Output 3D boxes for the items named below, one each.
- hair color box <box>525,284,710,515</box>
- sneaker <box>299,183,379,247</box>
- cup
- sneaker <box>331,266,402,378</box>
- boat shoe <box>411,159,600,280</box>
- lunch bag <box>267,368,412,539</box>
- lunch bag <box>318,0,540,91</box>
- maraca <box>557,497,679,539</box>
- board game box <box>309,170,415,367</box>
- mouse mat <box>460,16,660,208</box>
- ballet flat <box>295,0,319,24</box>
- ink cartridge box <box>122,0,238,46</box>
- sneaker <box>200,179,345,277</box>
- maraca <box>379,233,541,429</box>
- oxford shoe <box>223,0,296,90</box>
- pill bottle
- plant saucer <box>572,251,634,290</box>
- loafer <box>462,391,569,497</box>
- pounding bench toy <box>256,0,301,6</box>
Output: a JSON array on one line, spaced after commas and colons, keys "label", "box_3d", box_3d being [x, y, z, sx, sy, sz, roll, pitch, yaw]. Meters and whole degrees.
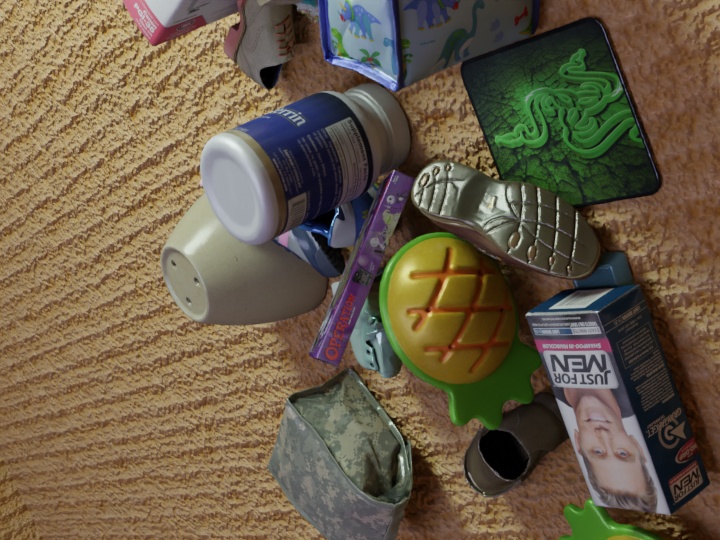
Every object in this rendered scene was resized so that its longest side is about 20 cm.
[{"label": "hair color box", "box_3d": [0.232, 0.117, 1.235, 0.100, 0.060, 0.201, -6, 109, 56]}, {"label": "sneaker", "box_3d": [-0.052, -0.096, 1.498, 0.200, 0.082, 0.074, 43, 145, 34]}, {"label": "cup", "box_3d": [-0.156, -0.011, 1.656, 0.200, 0.143, 0.201, 35, 139, 36]}, {"label": "sneaker", "box_3d": [0.040, 0.055, 1.484, 0.200, 0.074, 0.119, -12, 97, 68]}, {"label": "boat shoe", "box_3d": [0.142, -0.043, 1.274, 0.200, 0.072, 0.068, 27, 170, 32]}, {"label": "lunch bag", "box_3d": [-0.010, 0.251, 1.669, 0.200, 0.117, 0.164, 51, 146, 26]}, {"label": "lunch bag", "box_3d": [0.059, -0.272, 1.119, 0.127, 0.170, 0.201, 28, 133, 43]}, {"label": "maraca", "box_3d": [0.268, 0.301, 1.309, 0.200, 0.107, 0.138, 35, 133, 37]}, {"label": "board game box", "box_3d": [0.000, 0.000, 1.381, 0.032, 0.201, 0.120, 23, 175, -8]}, {"label": "mouse mat", "box_3d": [0.173, -0.131, 1.217, 0.200, 0.008, 0.161, -10, 105, 56]}, {"label": "ballet flat", "box_3d": [0.009, -0.259, 1.317, 0.200, 0.076, 0.064, 26, 165, 50]}, {"label": "ink cartridge box", "box_3d": [-0.148, -0.329, 1.397, 0.083, 0.146, 0.200, 59, 149, 3]}, {"label": "sneaker", "box_3d": [-0.101, -0.059, 1.568, 0.082, 0.070, 0.200, -39, 90, 18]}, {"label": "maraca", "box_3d": [0.099, 0.059, 1.336, 0.200, 0.137, 0.107, 58, 164, -8]}, {"label": "oxford shoe", "box_3d": [-0.089, -0.264, 1.445, 0.074, 0.071, 0.200, 51, 157, 8]}, {"label": "pill bottle", "box_3d": [-0.052, -0.113, 1.372, 0.116, 0.200, 0.116, 33, 137, 37]}, {"label": "plant saucer", "box_3d": [0.244, 0.078, 1.263, 0.070, 0.019, 0.201, -1, 112, 55]}, {"label": "loafer", "box_3d": [0.151, 0.189, 1.433, 0.076, 0.067, 0.200, 53, 147, 15]}, {"label": "pounding bench toy", "box_3d": [-0.039, -0.331, 1.245, 0.156, 0.124, 0.201, 24, 127, 45]}]
